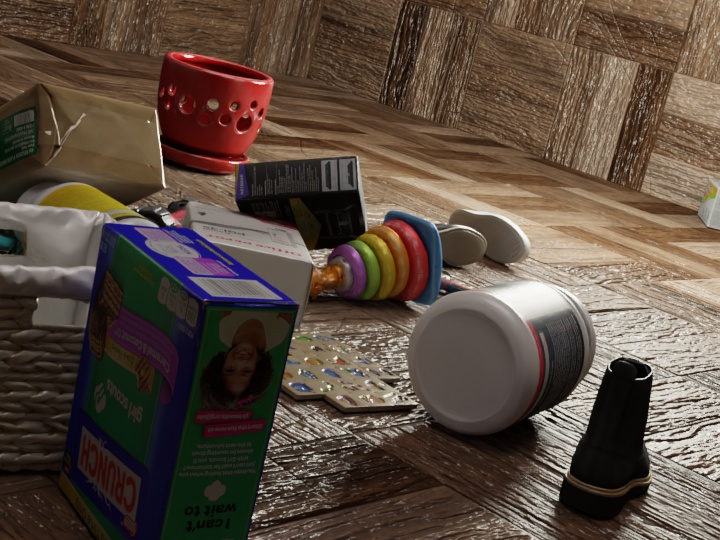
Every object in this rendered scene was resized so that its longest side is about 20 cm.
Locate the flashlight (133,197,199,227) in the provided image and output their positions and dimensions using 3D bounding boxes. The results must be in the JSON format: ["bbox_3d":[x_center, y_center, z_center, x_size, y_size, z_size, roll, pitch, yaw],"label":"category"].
[{"bbox_3d":[-0.249,-0.061,1.677,0.067,0.069,0.200,-3,10,8],"label":"flashlight"}]

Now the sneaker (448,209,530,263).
[{"bbox_3d":[0.235,-0.062,2.179,0.081,0.075,0.200,2,19,-33],"label":"sneaker"}]

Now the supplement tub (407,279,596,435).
[{"bbox_3d":[0.149,0.083,1.321,0.139,0.142,0.199,21,14,28],"label":"supplement tub"}]

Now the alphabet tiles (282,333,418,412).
[{"bbox_3d":[-0.039,0.103,1.339,0.166,0.008,0.199,3,17,-41],"label":"alphabet tiles"}]

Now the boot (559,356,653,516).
[{"bbox_3d":[0.250,0.136,1.210,0.077,0.140,0.200,17,13,13],"label":"boot"}]

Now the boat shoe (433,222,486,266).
[{"bbox_3d":[0.108,-0.045,1.988,0.198,0.068,0.057,-1,24,-38],"label":"boat shoe"}]

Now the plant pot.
[{"bbox_3d":[-0.267,-0.276,2.294,0.198,0.184,0.201,13,12,-3],"label":"plant pot"}]

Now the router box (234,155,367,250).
[{"bbox_3d":[-0.073,-0.082,1.683,0.155,0.053,0.200,-4,-19,2],"label":"router box"}]

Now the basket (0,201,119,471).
[{"bbox_3d":[-0.265,0.043,1.003,0.197,0.163,0.200,5,16,-35],"label":"basket"}]

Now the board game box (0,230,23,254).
[{"bbox_3d":[-0.480,-0.046,1.444,0.198,0.028,0.135,13,13,-7],"label":"board game box"}]

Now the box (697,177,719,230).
[{"bbox_3d":[0.928,-0.160,3.268,0.111,0.102,0.200,15,13,5],"label":"box"}]

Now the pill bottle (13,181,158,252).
[{"bbox_3d":[-0.293,-0.029,1.383,0.111,0.113,0.199,2,18,-42],"label":"pill bottle"}]

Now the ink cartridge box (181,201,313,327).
[{"bbox_3d":[-0.140,-0.010,1.532,0.145,0.084,0.200,12,13,-13],"label":"ink cartridge box"}]

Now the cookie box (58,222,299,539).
[{"bbox_3d":[-0.128,0.089,0.868,0.075,0.202,0.171,3,16,-34],"label":"cookie box"}]

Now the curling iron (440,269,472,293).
[{"bbox_3d":[0.171,0.037,1.793,0.199,0.026,0.049,22,18,30],"label":"curling iron"}]

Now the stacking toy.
[{"bbox_3d":[0.000,0.000,1.655,0.199,0.117,0.109,-15,23,-38],"label":"stacking toy"}]

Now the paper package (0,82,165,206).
[{"bbox_3d":[-0.361,-0.128,1.536,0.199,0.105,0.190,-18,-16,39],"label":"paper package"}]
